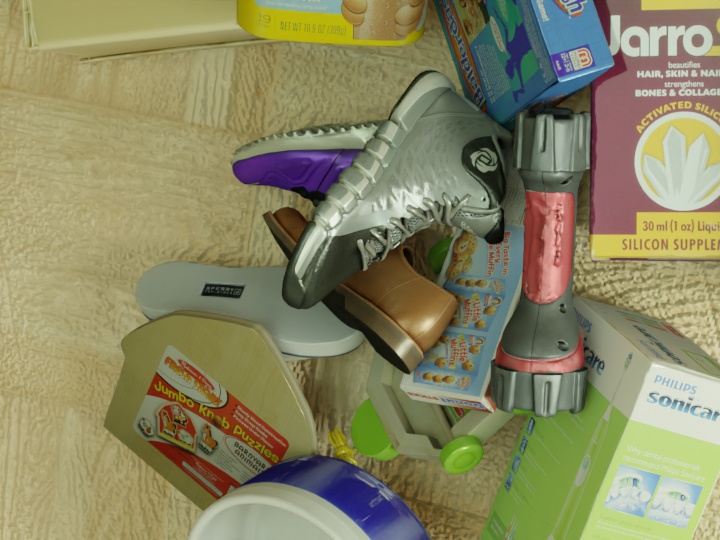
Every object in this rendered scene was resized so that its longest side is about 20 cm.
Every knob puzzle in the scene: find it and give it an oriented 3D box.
[{"bbox_3d":[-0.104,0.107,1.394,0.219,0.030,0.221,18,125,27],"label":"knob puzzle"}]

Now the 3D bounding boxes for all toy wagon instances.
[{"bbox_3d":[0.057,0.077,1.324,0.200,0.039,0.156,-45,48,20],"label":"toy wagon"}]

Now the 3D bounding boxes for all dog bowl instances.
[{"bbox_3d":[-0.034,0.243,1.335,0.199,0.079,0.201,15,117,31],"label":"dog bowl"}]

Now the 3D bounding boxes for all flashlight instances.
[{"bbox_3d":[0.123,-0.006,1.195,0.068,0.068,0.201,18,109,58],"label":"flashlight"}]

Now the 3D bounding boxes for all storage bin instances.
[{"bbox_3d":[-0.161,-0.272,1.389,0.199,0.094,0.200,-3,92,22],"label":"storage bin"}]

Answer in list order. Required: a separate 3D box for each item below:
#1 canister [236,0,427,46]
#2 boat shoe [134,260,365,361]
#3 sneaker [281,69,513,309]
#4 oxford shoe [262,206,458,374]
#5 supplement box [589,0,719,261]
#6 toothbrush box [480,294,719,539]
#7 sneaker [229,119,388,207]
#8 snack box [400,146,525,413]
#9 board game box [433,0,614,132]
[{"bbox_3d":[-0.013,-0.262,1.241,0.147,0.087,0.201,2,124,-6],"label":"canister"},{"bbox_3d":[-0.081,0.043,1.397,0.199,0.070,0.071,6,52,23],"label":"boat shoe"},{"bbox_3d":[0.039,-0.036,1.238,0.115,0.075,0.200,34,77,7],"label":"sneaker"},{"bbox_3d":[0.000,0.000,1.307,0.071,0.071,0.200,-44,48,-8],"label":"oxford shoe"},{"bbox_3d":[0.225,-0.108,1.229,0.130,0.103,0.201,0,94,12],"label":"supplement box"},{"bbox_3d":[0.173,0.139,1.246,0.086,0.146,0.201,15,102,-18],"label":"toothbrush box"},{"bbox_3d":[-0.008,-0.061,1.352,0.199,0.069,0.100,-4,98,27],"label":"sneaker"},{"bbox_3d":[0.093,0.002,1.285,0.072,0.024,0.201,7,67,35],"label":"snack box"},{"bbox_3d":[0.103,-0.185,1.238,0.045,0.200,0.153,-18,87,-13],"label":"board game box"}]
